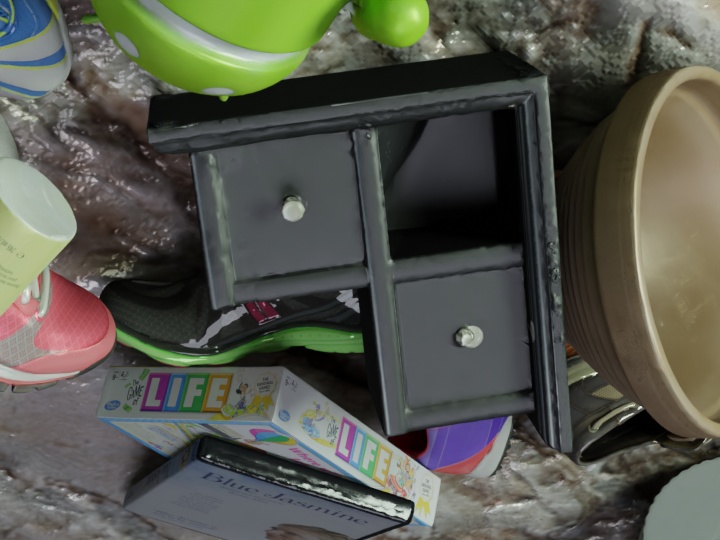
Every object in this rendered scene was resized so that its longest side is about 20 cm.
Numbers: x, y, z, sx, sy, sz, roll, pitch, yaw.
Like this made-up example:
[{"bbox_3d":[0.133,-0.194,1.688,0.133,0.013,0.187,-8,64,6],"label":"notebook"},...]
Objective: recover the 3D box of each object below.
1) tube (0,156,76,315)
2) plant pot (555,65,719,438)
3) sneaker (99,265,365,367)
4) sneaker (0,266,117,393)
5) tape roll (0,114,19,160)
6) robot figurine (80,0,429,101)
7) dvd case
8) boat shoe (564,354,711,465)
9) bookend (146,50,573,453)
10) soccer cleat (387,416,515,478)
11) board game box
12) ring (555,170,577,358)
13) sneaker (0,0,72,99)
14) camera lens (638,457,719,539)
[{"bbox_3d":[-0.217,0.030,0.696,0.200,0.058,0.052,-41,158,19],"label":"tube"},{"bbox_3d":[0.161,-0.007,0.812,0.092,0.203,0.201,-7,147,38],"label":"plant pot"},{"bbox_3d":[-0.057,0.005,0.850,0.198,0.077,0.085,-6,108,-2],"label":"sneaker"},{"bbox_3d":[-0.199,-0.003,0.738,0.199,0.074,0.087,25,125,-34],"label":"sneaker"},{"bbox_3d":[-0.278,-0.039,0.762,0.200,0.037,0.204,-7,137,-7],"label":"tape roll"},{"bbox_3d":[-0.045,-0.160,0.626,0.174,0.116,0.200,29,128,-16],"label":"robot figurine"},{"bbox_3d":[-0.066,0.154,0.954,0.141,0.018,0.200,20,156,-16],"label":"dvd case"},{"bbox_3d":[0.213,0.087,0.976,0.198,0.074,0.075,-16,141,-9],"label":"boat shoe"},{"bbox_3d":[0.000,0.000,0.764,0.198,0.092,0.201,-7,107,-5],"label":"bookend"},{"bbox_3d":[0.069,0.062,0.906,0.072,0.069,0.201,3,138,-10],"label":"soccer cleat"},{"bbox_3d":[-0.053,0.114,0.922,0.133,0.035,0.200,-2,154,32],"label":"board game box"},{"bbox_3d":[0.093,0.016,0.922,0.198,0.019,0.202,-7,138,-6],"label":"ring"},{"bbox_3d":[-0.200,-0.122,0.639,0.075,0.106,0.200,-27,135,17],"label":"sneaker"},{"bbox_3d":[0.296,0.258,1.126,0.158,0.161,0.201,-15,138,4],"label":"camera lens"}]
